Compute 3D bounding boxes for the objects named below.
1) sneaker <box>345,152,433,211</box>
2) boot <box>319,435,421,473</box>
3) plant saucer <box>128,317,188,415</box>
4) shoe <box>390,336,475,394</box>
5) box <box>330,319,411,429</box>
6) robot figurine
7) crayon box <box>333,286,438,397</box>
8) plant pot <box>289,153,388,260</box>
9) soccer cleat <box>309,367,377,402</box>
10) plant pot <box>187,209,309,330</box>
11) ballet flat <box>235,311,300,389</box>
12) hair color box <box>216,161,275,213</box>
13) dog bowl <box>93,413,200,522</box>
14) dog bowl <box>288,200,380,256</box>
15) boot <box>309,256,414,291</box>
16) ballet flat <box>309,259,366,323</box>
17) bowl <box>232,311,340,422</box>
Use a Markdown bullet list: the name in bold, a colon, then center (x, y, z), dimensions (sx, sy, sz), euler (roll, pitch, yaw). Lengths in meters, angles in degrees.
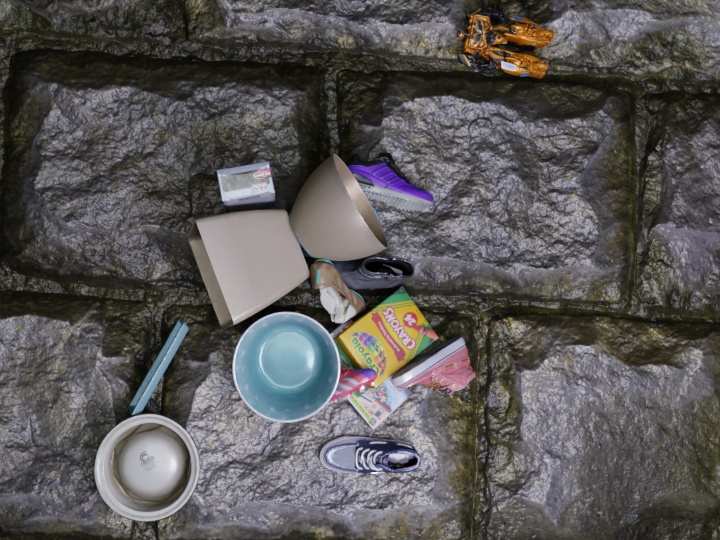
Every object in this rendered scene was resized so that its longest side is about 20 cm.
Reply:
- **sneaker**: center (0.061, -0.189, 1.691), dimensions (0.198, 0.070, 0.101), euler (15, 77, -8)
- **boot**: center (0.019, 0.365, 1.639), dimensions (0.197, 0.090, 0.074), euler (-2, 87, -6)
- **plant saucer**: center (-0.392, 0.188, 1.620), dimensions (0.019, 0.070, 0.201), euler (32, 83, -19)
- **shoe**: center (0.150, 0.209, 1.644), dimensions (0.199, 0.071, 0.092), euler (-25, 92, -39)
- **box**: center (-0.001, 0.206, 1.675), dimensions (0.110, 0.035, 0.200), euler (-41, 91, -7)
- **robot figurine**: center (0.299, -0.477, 1.739), dimensions (0.197, 0.058, 0.147), euler (12, 84, -6)
- **crayon box**: center (0.040, 0.143, 1.643), dimensions (0.199, 0.051, 0.128), euler (-37, 91, -16)
- **plant pot**: center (-0.055, -0.098, 1.565), dimensions (0.133, 0.200, 0.202), euler (-29, 90, 10)
- **soccer cleat**: center (-0.054, 0.218, 1.611), dimensions (0.199, 0.066, 0.077), euler (-28, 79, 34)
- **plant pot**: center (-0.209, -0.016, 1.596), dimensions (0.175, 0.200, 0.202), euler (-21, 89, -17)
- **ballet flat**: center (-0.186, 0.161, 1.646), dimensions (0.062, 0.067, 0.202), euler (26, 83, 9)
- **hair color box**: center (-0.216, -0.153, 1.592), dimensions (0.098, 0.200, 0.061), euler (-11, 87, -7)
- **dog bowl**: center (-0.405, 0.374, 1.602), dimensions (0.197, 0.074, 0.203), euler (0, 87, -5)
- **dog bowl**: center (-0.053, -0.089, 1.682), dimensions (0.197, 0.050, 0.113), euler (-4, 87, -6)
- **boot**: center (0.000, 0.000, 1.637), dimensions (0.197, 0.132, 0.071), euler (-4, 79, -7)
- **ballet flat**: center (-0.045, 0.056, 1.607), dimensions (0.067, 0.200, 0.073), euler (-4, 59, 20)
- **bowl**: center (-0.136, 0.173, 1.563), dimensions (0.198, 0.105, 0.204), euler (0, 94, -2)
